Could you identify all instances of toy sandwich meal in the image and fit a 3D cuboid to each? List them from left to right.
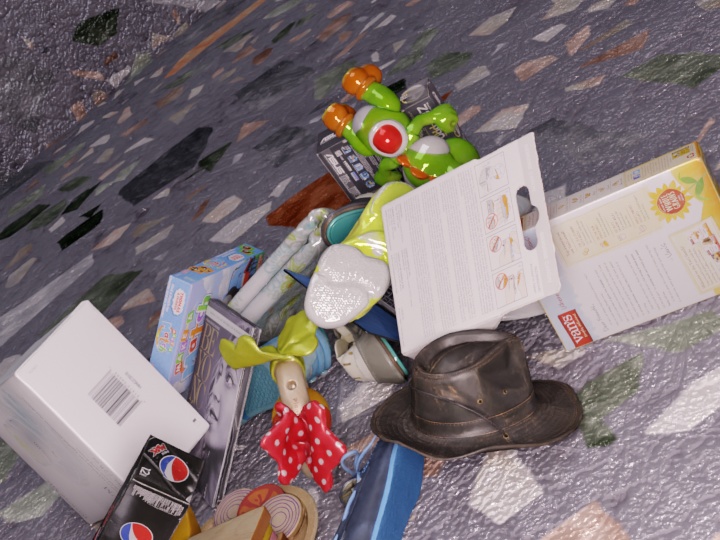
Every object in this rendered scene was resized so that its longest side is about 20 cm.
[{"bbox_3d":[-0.131,0.272,1.206,0.203,0.071,0.206,-27,25,14],"label":"toy sandwich meal"}]

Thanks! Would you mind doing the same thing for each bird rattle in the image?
[{"bbox_3d":[-0.056,0.142,1.256,0.111,0.164,0.202,-24,56,-5],"label":"bird rattle"}]

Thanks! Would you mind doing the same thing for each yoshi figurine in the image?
[{"bbox_3d":[0.060,-0.145,1.409,0.199,0.113,0.112,41,68,21],"label":"yoshi figurine"}]

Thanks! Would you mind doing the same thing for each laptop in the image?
[{"bbox_3d":[0.054,0.010,1.366,0.199,0.117,0.187,-39,36,-13],"label":"laptop"}]

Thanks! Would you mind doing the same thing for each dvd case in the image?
[{"bbox_3d":[-0.164,0.145,1.391,0.148,0.016,0.204,24,102,62],"label":"dvd case"}]

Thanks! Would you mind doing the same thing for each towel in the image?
[{"bbox_3d":[-0.067,0.009,1.487,0.200,0.048,0.171,-47,-17,16],"label":"towel"}]

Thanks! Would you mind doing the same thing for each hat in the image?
[{"bbox_3d":[0.104,0.100,1.138,0.197,0.082,0.201,-5,15,1],"label":"hat"}]

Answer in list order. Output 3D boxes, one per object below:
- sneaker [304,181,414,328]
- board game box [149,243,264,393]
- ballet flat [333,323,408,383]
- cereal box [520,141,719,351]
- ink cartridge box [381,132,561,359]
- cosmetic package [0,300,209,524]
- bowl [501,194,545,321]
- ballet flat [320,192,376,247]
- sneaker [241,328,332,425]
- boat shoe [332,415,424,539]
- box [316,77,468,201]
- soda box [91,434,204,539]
[{"bbox_3d":[0.000,0.000,1.306,0.201,0.075,0.105,-51,-5,-31],"label":"sneaker"},{"bbox_3d":[-0.189,0.060,1.506,0.036,0.154,0.200,21,18,16],"label":"board game box"},{"bbox_3d":[0.006,0.093,1.377,0.063,0.068,0.200,-34,17,1],"label":"ballet flat"},{"bbox_3d":[0.256,-0.019,1.175,0.198,0.145,0.040,-22,26,22],"label":"cereal box"},{"bbox_3d":[0.112,-0.019,1.188,0.198,0.050,0.164,-24,64,37],"label":"ink cartridge box"},{"bbox_3d":[-0.310,0.168,1.403,0.123,0.200,0.199,-49,11,-32],"label":"cosmetic package"},{"bbox_3d":[0.135,-0.026,1.307,0.197,0.092,0.202,-4,21,2],"label":"bowl"},{"bbox_3d":[0.034,-0.056,1.423,0.197,0.074,0.073,-4,12,-27],"label":"ballet flat"},{"bbox_3d":[-0.105,0.118,1.466,0.130,0.080,0.199,-33,10,-37],"label":"sneaker"},{"bbox_3d":[0.007,0.206,1.139,0.068,0.085,0.201,-6,32,25],"label":"boat shoe"},{"bbox_3d":[0.062,-0.118,1.522,0.159,0.201,0.050,-24,36,21],"label":"box"},{"bbox_3d":[-0.228,0.263,1.237,0.201,0.063,0.071,-58,11,31],"label":"soda box"}]
